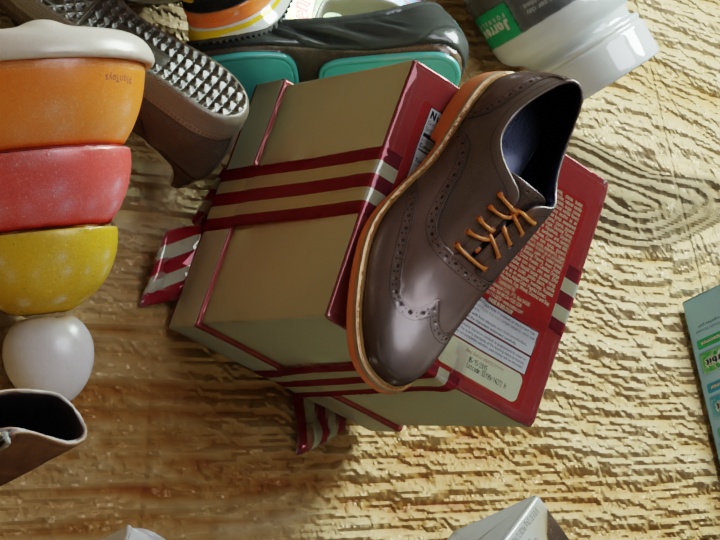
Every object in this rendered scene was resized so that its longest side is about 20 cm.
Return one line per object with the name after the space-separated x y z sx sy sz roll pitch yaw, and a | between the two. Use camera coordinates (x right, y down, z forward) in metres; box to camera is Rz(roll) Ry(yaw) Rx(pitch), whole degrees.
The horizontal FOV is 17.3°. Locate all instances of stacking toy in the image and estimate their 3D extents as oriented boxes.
-0.176 -0.027 1.257 0.146 0.146 0.200 -2 86 -48 | stacking toy

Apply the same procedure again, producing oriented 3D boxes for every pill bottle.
0.123 -0.218 1.686 0.200 0.113 0.113 58 39 -3 | pill bottle

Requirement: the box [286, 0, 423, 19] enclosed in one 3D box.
-0.013 -0.122 1.539 0.137 0.038 0.200 20 54 -39 | box

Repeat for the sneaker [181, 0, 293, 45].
-0.071 -0.214 1.432 0.200 0.070 0.090 -75 153 -58 | sneaker

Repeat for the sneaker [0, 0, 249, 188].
-0.160 -0.122 1.362 0.200 0.076 0.070 39 38 8 | sneaker

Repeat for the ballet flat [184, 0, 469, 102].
-0.035 -0.133 1.445 0.200 0.068 0.068 -3 52 -6 | ballet flat

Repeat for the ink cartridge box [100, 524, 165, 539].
-0.107 0.252 1.173 0.145 0.084 0.200 38 45 -26 | ink cartridge box

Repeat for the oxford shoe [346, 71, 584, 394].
0.056 -0.026 1.249 0.071 0.073 0.200 36 68 -29 | oxford shoe

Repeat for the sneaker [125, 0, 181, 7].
-0.154 -0.240 1.410 0.200 0.093 0.070 42 43 -23 | sneaker

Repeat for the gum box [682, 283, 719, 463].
0.327 0.119 1.760 0.170 0.045 0.200 11 59 -44 | gum box

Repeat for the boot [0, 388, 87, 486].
-0.242 0.114 1.016 0.188 0.200 0.069 1 68 -47 | boot

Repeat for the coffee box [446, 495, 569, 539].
0.115 0.253 1.418 0.200 0.080 0.113 54 40 -9 | coffee box

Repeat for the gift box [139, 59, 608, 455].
0.000 0.000 1.367 0.185 0.187 0.200 34 70 -29 | gift box
